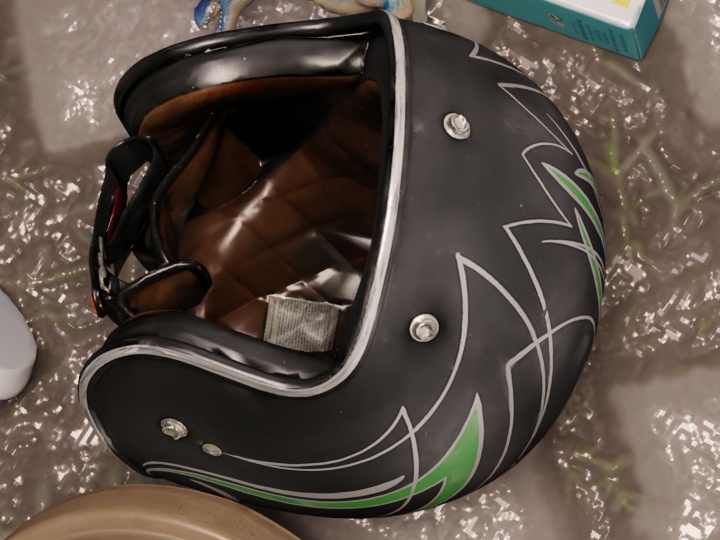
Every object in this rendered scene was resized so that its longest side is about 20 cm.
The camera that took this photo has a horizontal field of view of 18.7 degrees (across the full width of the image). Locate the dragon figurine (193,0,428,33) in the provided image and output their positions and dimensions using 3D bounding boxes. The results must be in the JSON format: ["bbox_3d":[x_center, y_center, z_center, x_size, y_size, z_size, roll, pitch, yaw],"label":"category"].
[{"bbox_3d":[0.011,-0.154,0.883,0.200,0.059,0.100,-44,79,13],"label":"dragon figurine"}]

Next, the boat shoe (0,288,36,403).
[{"bbox_3d":[-0.230,0.010,0.956,0.199,0.071,0.070,33,113,13],"label":"boat shoe"}]

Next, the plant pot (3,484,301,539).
[{"bbox_3d":[-0.083,0.190,0.819,0.199,0.093,0.203,6,108,17],"label":"plant pot"}]

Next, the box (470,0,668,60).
[{"bbox_3d":[0.042,-0.164,0.938,0.199,0.049,0.083,22,84,16],"label":"box"}]

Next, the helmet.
[{"bbox_3d":[0.000,0.000,0.831,0.189,0.200,0.202,-6,76,15],"label":"helmet"}]
